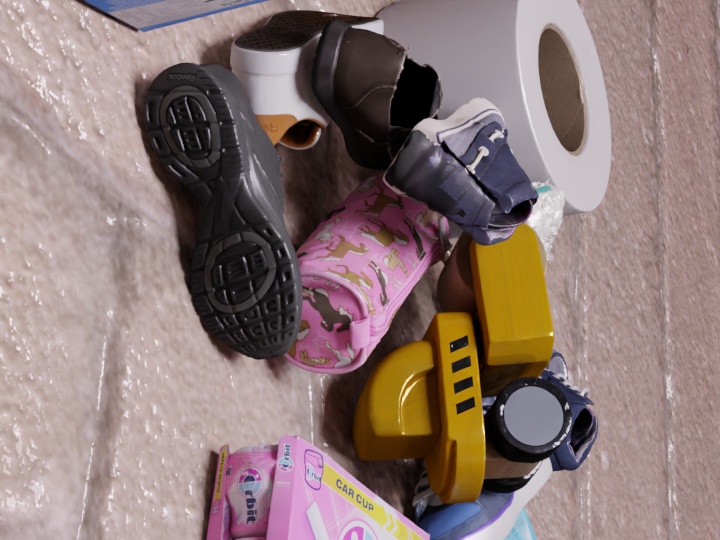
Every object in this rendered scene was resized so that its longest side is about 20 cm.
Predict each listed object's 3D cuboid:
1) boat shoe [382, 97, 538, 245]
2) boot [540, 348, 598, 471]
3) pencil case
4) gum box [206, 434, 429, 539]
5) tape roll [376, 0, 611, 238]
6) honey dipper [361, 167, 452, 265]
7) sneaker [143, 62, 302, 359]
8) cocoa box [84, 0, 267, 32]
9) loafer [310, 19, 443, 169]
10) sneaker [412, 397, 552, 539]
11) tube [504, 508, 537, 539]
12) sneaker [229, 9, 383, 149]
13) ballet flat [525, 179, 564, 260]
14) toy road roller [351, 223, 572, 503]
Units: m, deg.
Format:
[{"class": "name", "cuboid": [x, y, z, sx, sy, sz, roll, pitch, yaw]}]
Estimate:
[{"class": "boat shoe", "cuboid": [0.087, -0.065, 1.364, 0.092, 0.075, 0.200, 37, 22, 10]}, {"class": "boot", "cuboid": [0.170, 0.122, 1.649, 0.073, 0.090, 0.200, 68, 28, -21]}, {"class": "pencil case", "cuboid": [0.000, 0.000, 1.352, 0.083, 0.086, 0.200, 56, 30, -9]}, {"class": "gum box", "cuboid": [-0.029, 0.197, 1.249, 0.200, 0.066, 0.115, 43, 44, -50]}, {"class": "tape roll", "cuboid": [0.106, -0.134, 1.563, 0.202, 0.138, 0.205, 35, 50, -55]}, {"class": "honey dipper", "cuboid": [0.070, -0.006, 1.491, 0.201, 0.038, 0.038, 57, 30, -6]}, {"class": "sneaker", "cuboid": [-0.075, -0.043, 1.245, 0.091, 0.075, 0.202, -41, 120, -68]}, {"class": "cocoa box", "cuboid": [-0.117, -0.268, 1.168, 0.131, 0.132, 0.202, 22, 61, -61]}, {"class": "loafer", "cuboid": [0.025, -0.113, 1.347, 0.200, 0.071, 0.074, 33, 71, -69]}, {"class": "sneaker", "cuboid": [0.068, 0.133, 1.473, 0.200, 0.080, 0.147, -36, 101, -54]}, {"class": "tube", "cuboid": [0.148, 0.292, 1.602, 0.077, 0.050, 0.202, -25, 98, -71]}, {"class": "sneaker", "cuboid": [-0.041, -0.137, 1.366, 0.200, 0.072, 0.086, -35, 131, -60]}, {"class": "ballet flat", "cuboid": [0.124, 0.002, 1.517, 0.201, 0.071, 0.072, 106, -4, -53]}, {"class": "toy road roller", "cuboid": [0.065, 0.068, 1.385, 0.123, 0.144, 0.202, 112, -26, -69]}]
